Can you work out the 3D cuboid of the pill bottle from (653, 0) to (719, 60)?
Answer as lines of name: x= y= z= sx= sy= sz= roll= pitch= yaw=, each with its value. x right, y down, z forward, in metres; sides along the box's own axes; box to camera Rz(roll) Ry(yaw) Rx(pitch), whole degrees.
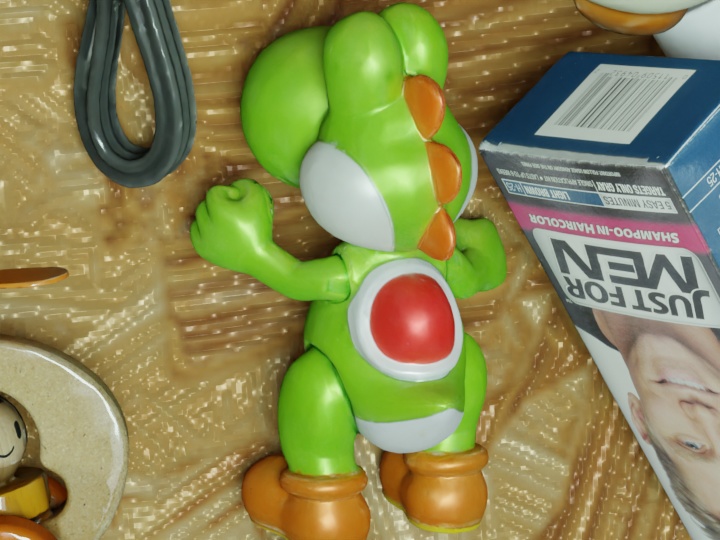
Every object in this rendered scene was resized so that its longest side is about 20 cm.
pill bottle: x=0.193 y=-0.038 z=1.071 sx=0.111 sy=0.111 sz=0.200 roll=-38 pitch=105 yaw=-7

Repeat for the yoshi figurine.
yoshi figurine: x=-0.002 y=-0.006 z=1.046 sx=0.111 sy=0.112 sz=0.201 roll=8 pitch=112 yaw=18

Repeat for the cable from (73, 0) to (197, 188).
cable: x=-0.082 y=-0.131 z=1.007 sx=0.097 sy=0.050 sz=0.201 roll=-10 pitch=112 yaw=26

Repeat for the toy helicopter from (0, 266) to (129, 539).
toy helicopter: x=-0.178 y=0.047 z=1.005 sx=0.199 sy=0.079 sz=0.133 roll=13 pitch=101 yaw=-4

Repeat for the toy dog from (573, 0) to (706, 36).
toy dog: x=0.056 y=-0.163 z=0.974 sx=0.199 sy=0.194 sz=0.140 roll=20 pitch=129 yaw=-20

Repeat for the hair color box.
hair color box: x=0.133 y=0.018 z=1.042 sx=0.061 sy=0.100 sz=0.200 roll=-46 pitch=121 yaw=-25
